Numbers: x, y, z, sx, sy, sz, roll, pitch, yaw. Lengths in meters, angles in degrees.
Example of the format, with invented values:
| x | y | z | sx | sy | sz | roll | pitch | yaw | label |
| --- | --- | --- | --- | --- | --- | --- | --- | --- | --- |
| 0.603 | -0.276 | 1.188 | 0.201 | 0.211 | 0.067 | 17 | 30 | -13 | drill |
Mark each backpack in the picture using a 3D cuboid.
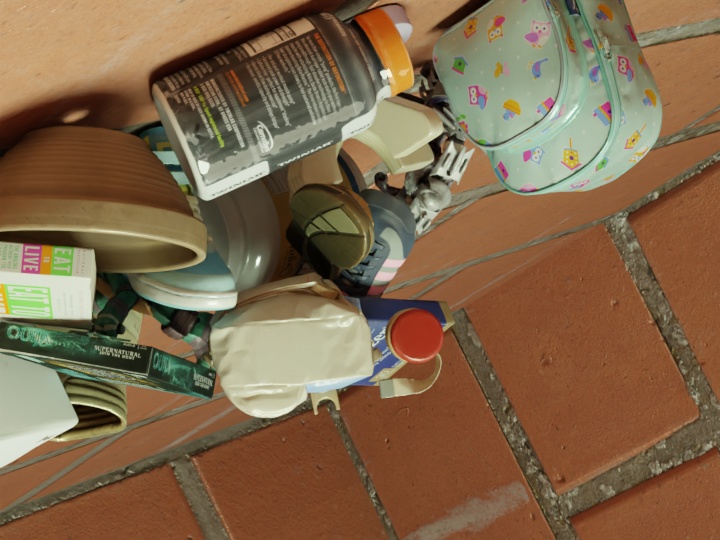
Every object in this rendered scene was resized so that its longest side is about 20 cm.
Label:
| x | y | z | sx | sy | sz | roll | pitch | yaw | label |
| --- | --- | --- | --- | --- | --- | --- | --- | --- | --- |
| 0.175 | -0.170 | 1.638 | 0.176 | 0.200 | 0.153 | -32 | 170 | 38 | backpack |

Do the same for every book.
| x | y | z | sx | sy | sz | roll | pitch | yaw | label |
| --- | --- | --- | --- | --- | --- | --- | --- | --- | --- |
| -0.309 | 0.002 | 1.386 | 0.200 | 0.048 | 0.134 | 4 | 165 | -6 | book |

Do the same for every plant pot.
| x | y | z | sx | sy | sz | roll | pitch | yaw | label |
| --- | --- | --- | --- | --- | --- | --- | --- | --- | --- |
| -0.221 | -0.058 | 1.397 | 0.200 | 0.093 | 0.201 | 1 | 171 | 0 | plant pot |

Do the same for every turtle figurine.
| x | y | z | sx | sy | sz | roll | pitch | yaw | label |
| --- | --- | --- | --- | --- | --- | --- | --- | --- | --- |
| -0.216 | 0.028 | 1.623 | 0.101 | 0.200 | 0.150 | -62 | -170 | 2 | turtle figurine |

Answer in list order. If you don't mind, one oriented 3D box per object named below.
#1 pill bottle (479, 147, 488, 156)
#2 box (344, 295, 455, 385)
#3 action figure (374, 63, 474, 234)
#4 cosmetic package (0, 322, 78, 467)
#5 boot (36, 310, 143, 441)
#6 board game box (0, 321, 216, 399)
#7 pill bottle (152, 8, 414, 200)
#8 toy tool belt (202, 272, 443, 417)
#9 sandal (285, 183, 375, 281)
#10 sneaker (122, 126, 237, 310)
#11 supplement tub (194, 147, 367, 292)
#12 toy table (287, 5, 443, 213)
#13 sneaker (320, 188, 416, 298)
| x | y | z | sx | sy | sz | roll | pitch | yaw | label |
| --- | --- | --- | --- | --- | --- | --- | --- | --- | --- |
| 0.167 | -0.173 | 1.905 | 0.109 | 0.110 | 0.200 | -27 | 172 | 5 | pill bottle |
| -0.021 | 0.066 | 1.664 | 0.200 | 0.032 | 0.121 | 6 | 144 | -42 | box |
| 0.061 | -0.118 | 1.715 | 0.130 | 0.069 | 0.200 | -45 | -154 | 30 | action figure |
| -0.384 | 0.088 | 1.539 | 0.165 | 0.200 | 0.165 | -29 | 171 | 18 | cosmetic package |
| -0.314 | 0.084 | 1.695 | 0.200 | 0.156 | 0.073 | 8 | 140 | -7 | boot |
| -0.214 | 0.078 | 1.513 | 0.135 | 0.028 | 0.200 | 9 | 172 | 11 | board game box |
| -0.059 | -0.142 | 1.431 | 0.200 | 0.106 | 0.106 | -24 | 171 | -8 | pill bottle |
| -0.036 | 0.064 | 1.540 | 0.200 | 0.125 | 0.123 | -8 | -179 | -9 | toy tool belt |
| -0.018 | -0.038 | 1.517 | 0.055 | 0.082 | 0.200 | -39 | 174 | -13 | sandal |
| -0.162 | -0.049 | 1.518 | 0.079 | 0.131 | 0.200 | -2 | -159 | -35 | sneaker |
| -0.101 | -0.050 | 1.732 | 0.200 | 0.145 | 0.145 | -17 | 168 | -47 | supplement tub |
| -0.016 | -0.135 | 1.576 | 0.184 | 0.117 | 0.200 | -19 | 170 | -38 | toy table |
| 0.000 | 0.000 | 1.655 | 0.082 | 0.070 | 0.200 | -60 | 174 | -29 | sneaker |
